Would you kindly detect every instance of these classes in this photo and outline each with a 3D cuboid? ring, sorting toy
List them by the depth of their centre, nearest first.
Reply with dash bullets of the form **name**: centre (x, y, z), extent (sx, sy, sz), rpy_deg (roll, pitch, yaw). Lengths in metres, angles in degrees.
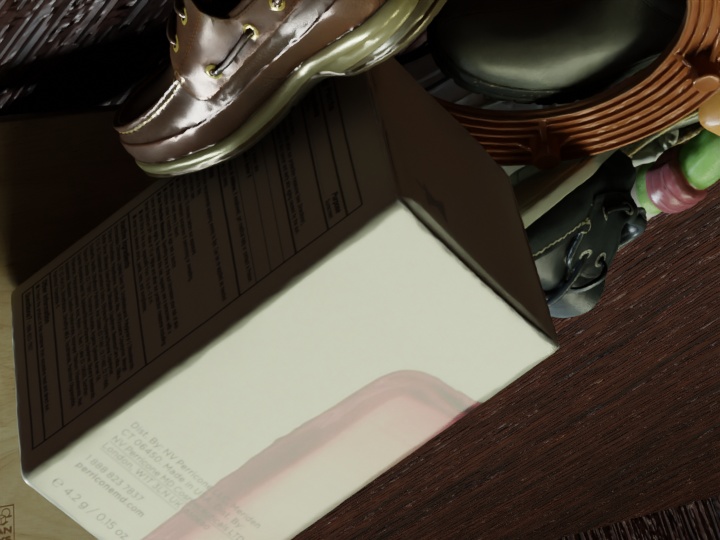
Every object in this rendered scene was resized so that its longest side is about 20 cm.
- **ring**: centre (0.072, -0.101, 1.209), extent (0.200, 0.019, 0.201), rpy_deg (-4, 146, -3)
- **sorting toy**: centre (-0.114, 0.020, 1.311), extent (0.199, 0.199, 0.070), rpy_deg (-8, -165, -33)

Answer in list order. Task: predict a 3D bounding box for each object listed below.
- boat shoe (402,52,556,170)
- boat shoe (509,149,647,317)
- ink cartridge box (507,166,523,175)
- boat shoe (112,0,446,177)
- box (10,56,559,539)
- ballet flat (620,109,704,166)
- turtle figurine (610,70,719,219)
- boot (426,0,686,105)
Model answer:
- **boat shoe**: centre (0.062, -0.077, 1.382), extent (0.200, 0.067, 0.074), rpy_deg (-23, 167, 22)
- **boat shoe**: centre (0.089, -0.012, 1.321), extent (0.074, 0.066, 0.199), rpy_deg (-25, -174, 19)
- **ink cartridge box**: centre (0.000, 0.000, 1.487), extent (0.116, 0.067, 0.200), rpy_deg (-32, -168, -39)
- **boat shoe**: centre (-0.040, -0.100, 1.145), extent (0.200, 0.068, 0.072), rpy_deg (-29, -154, 47)
- **box**: centre (-0.035, 0.020, 1.191), extent (0.200, 0.128, 0.109), rpy_deg (-36, 124, 18)
- **ballet flat**: centre (0.200, -0.089, 1.538), extent (0.199, 0.071, 0.071), rpy_deg (-20, 168, 6)
- **turtle figurine**: centre (0.171, -0.060, 1.418), extent (0.194, 0.201, 0.144), rpy_deg (-18, 147, 38)
- **boot**: centre (0.133, -0.140, 1.255), extent (0.199, 0.068, 0.131), rpy_deg (-7, 150, -19)
